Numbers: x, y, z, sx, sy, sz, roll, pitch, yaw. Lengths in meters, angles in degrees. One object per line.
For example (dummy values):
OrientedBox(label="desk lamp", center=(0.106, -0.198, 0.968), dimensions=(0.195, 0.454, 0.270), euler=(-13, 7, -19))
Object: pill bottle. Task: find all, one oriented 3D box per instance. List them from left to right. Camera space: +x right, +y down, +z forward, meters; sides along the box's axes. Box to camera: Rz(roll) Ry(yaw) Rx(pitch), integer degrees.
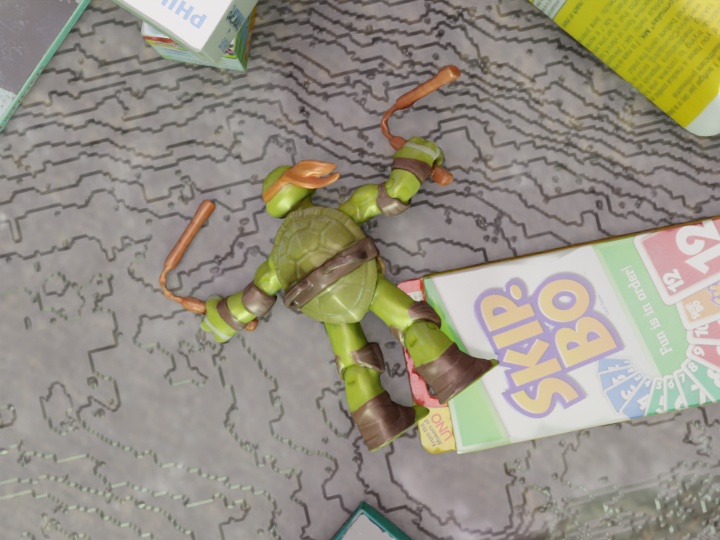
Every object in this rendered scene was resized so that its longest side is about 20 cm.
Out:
OrientedBox(label="pill bottle", center=(0.169, -0.141, 1.229), dimensions=(0.200, 0.114, 0.114), euler=(40, 92, 1))

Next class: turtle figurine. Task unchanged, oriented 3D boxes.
OrientedBox(label="turtle figurine", center=(0.000, 0.000, 1.245), dimensions=(0.200, 0.064, 0.162), euler=(-36, 87, 14))

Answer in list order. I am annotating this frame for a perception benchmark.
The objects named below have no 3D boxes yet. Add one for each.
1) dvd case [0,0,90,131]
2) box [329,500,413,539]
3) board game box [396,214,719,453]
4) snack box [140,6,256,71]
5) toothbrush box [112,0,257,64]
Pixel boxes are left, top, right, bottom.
OrientedBox(label="dvd case", center=(-0.245, -0.171, 1.288), dimensions=(0.200, 0.022, 0.146), euler=(36, 92, 2))
OrientedBox(label="box", center=(0.052, 0.216, 1.269), dimensions=(0.200, 0.049, 0.082), euler=(40, 91, 1))
OrientedBox(label="board game box", center=(0.121, 0.033, 1.278), dimensions=(0.199, 0.030, 0.096), euler=(-12, 91, 4))
OrientedBox(label="snack box", center=(-0.068, -0.207, 1.221), dimensions=(0.053, 0.142, 0.201), euler=(9, 90, 1))
OrientedBox(label="toothbrush box", center=(-0.075, -0.218, 1.108), dimensions=(0.145, 0.086, 0.200), euler=(34, 92, 1))
